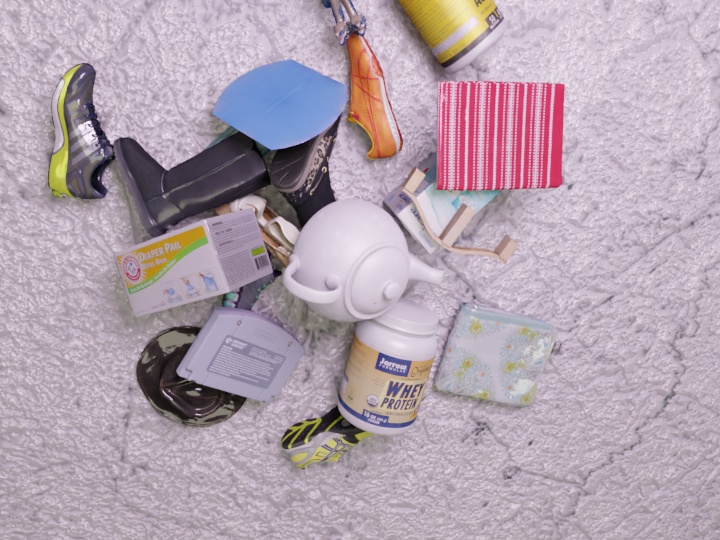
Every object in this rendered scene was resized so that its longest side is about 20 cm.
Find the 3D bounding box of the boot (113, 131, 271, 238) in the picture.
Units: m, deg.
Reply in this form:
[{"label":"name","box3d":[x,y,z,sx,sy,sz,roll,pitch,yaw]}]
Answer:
[{"label":"boot","box3d":[-0.251,-0.164,0.825,0.198,0.066,0.167,-27,83,3]}]

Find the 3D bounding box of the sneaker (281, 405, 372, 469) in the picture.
[{"label":"sneaker","box3d":[-0.043,0.302,1.007,0.197,0.076,0.077,-18,115,9]}]

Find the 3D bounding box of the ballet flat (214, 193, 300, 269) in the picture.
[{"label":"ballet flat","box3d":[-0.146,-0.075,0.852,0.199,0.071,0.065,37,142,-5]}]

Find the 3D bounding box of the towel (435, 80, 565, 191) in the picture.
[{"label":"towel","box3d":[0.196,-0.186,0.764,0.196,0.022,0.148,-3,99,-14]}]

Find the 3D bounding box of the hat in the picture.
[{"label":"hat","box3d":[-0.287,0.198,0.935,0.197,0.081,0.204,-2,107,-6]}]

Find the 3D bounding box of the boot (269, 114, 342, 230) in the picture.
[{"label":"boot","box3d":[-0.066,-0.164,0.861,0.072,0.206,0.155,10,150,20]}]

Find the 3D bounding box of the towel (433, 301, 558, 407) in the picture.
[{"label":"towel","box3d":[0.249,0.157,1.009,0.197,0.048,0.174,13,103,-10]}]

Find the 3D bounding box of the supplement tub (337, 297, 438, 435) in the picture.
[{"label":"supplement tub","box3d":[0.048,0.157,0.933,0.142,0.145,0.203,12,104,-10]}]

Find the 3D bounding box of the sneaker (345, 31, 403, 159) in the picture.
[{"label":"sneaker","box3d":[0.007,-0.270,0.847,0.076,0.073,0.203,-15,104,10]}]

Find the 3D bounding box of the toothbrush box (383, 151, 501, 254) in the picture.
[{"label":"toothbrush box","box3d":[0.142,-0.135,0.861,0.200,0.147,0.085,-43,106,7]}]

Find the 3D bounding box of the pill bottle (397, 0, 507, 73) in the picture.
[{"label":"pill bottle","box3d":[0.116,-0.402,0.800,0.111,0.111,0.200,-40,107,5]}]

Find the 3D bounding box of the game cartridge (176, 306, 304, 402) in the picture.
[{"label":"game cartridge","box3d":[-0.187,0.137,0.904,0.199,0.040,0.134,33,93,-46]}]

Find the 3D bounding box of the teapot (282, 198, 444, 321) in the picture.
[{"label":"teapot","box3d":[0.000,0.000,0.807,0.200,0.146,0.198,-44,135,-9]}]

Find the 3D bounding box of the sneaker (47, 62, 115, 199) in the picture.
[{"label":"sneaker","box3d":[-0.401,-0.199,0.812,0.080,0.074,0.203,13,111,-4]}]

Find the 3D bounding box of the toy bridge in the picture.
[{"label":"toy bridge","box3d":[0.137,-0.063,0.791,0.199,0.027,0.068,34,102,-15]}]

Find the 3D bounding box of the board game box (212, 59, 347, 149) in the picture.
[{"label":"board game box","box3d":[-0.112,-0.233,0.803,0.158,0.199,0.039,-44,150,-22]}]

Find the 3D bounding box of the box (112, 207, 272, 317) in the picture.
[{"label":"box","box3d":[-0.249,-0.010,0.816,0.197,0.112,0.103,-14,98,29]}]

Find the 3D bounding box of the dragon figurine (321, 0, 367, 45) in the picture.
[{"label":"dragon figurine","box3d":[-0.039,-0.421,0.792,0.058,0.100,0.203,-18,65,11]}]

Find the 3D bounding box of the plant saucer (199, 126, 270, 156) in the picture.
[{"label":"plant saucer","box3d":[-0.183,-0.200,0.869,0.199,0.019,0.070,-40,107,4]}]

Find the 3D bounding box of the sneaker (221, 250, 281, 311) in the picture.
[{"label":"sneaker","box3d":[-0.178,0.030,0.907,0.086,0.074,0.203,12,103,-15]}]
